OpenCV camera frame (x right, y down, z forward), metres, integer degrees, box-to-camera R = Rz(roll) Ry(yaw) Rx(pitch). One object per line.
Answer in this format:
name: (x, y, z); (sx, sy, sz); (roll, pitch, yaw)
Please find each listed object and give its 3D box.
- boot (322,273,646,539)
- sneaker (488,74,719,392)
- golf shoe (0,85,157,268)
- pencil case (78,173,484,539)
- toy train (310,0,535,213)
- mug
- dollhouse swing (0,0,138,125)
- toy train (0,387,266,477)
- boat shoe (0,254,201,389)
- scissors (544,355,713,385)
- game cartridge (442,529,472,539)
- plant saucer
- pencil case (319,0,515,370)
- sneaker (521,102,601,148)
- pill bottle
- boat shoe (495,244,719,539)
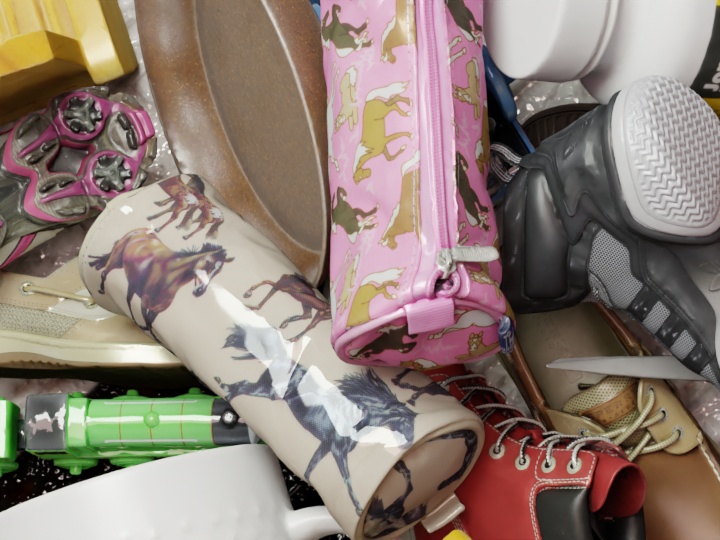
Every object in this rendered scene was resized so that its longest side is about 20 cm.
boot: (0.063, 0.066, 1.173); (0.144, 0.072, 0.201); (-26, 80, 46)
sneaker: (0.132, 0.009, 1.139); (0.113, 0.076, 0.201); (-14, 118, 35)
golf shoe: (-0.196, -0.026, 1.237); (0.199, 0.092, 0.073); (-20, 87, -20)
pencil case: (-0.035, 0.040, 1.149); (0.200, 0.089, 0.078); (41, 89, 21)
toy train: (0.016, -0.104, 1.223); (0.086, 0.114, 0.201); (-29, 66, -4)
mug: (-0.062, 0.178, 1.168); (0.199, 0.148, 0.176); (-18, 79, 6)
dollhouse swing: (-0.235, -0.129, 1.246); (0.199, 0.176, 0.183); (-21, 76, 5)
toy train: (-0.134, 0.077, 1.248); (0.199, 0.056, 0.042); (-3, 78, 9)
boat shoe: (-0.133, 0.021, 1.254); (0.199, 0.072, 0.065); (1, 79, 15)
scissors: (0.183, 0.050, 1.179); (0.199, 0.014, 0.073); (-12, 69, -27)
game cartridge: (0.027, 0.221, 1.125); (0.176, 0.200, 0.032); (-45, 48, -2)
plant saucer: (-0.051, -0.083, 1.210); (0.034, 0.200, 0.201); (-21, 74, -21)
pencil case: (0.023, -0.059, 1.093); (0.086, 0.083, 0.201); (-15, 66, 31)
sneaker: (0.175, -0.041, 1.227); (0.199, 0.106, 0.075); (12, 103, 38)
pill bottle: (0.159, -0.123, 1.148); (0.199, 0.111, 0.112); (0, 76, -24)
boat shoe: (0.116, 0.070, 1.202); (0.076, 0.074, 0.200); (-36, 75, 0)
